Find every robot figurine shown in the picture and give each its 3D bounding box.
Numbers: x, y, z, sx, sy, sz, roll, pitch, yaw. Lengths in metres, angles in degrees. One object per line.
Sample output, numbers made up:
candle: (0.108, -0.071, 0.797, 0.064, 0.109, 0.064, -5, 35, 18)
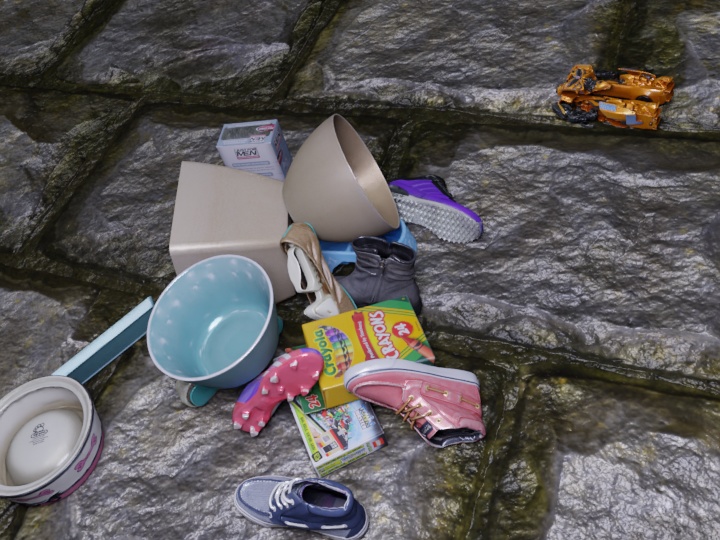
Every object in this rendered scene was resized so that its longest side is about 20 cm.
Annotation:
robot figurine: (0.438, -0.310, 1.462, 0.198, 0.059, 0.146, 17, 57, 28)

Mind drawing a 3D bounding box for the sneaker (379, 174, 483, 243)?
sneaker: (0.127, -0.117, 1.392, 0.198, 0.070, 0.100, 21, 52, 28)

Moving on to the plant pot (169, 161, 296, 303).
plant pot: (-0.196, -0.047, 1.360, 0.174, 0.201, 0.201, -4, 49, 1)

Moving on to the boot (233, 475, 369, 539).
boot: (-0.088, 0.297, 1.095, 0.197, 0.091, 0.073, 5, 52, 21)

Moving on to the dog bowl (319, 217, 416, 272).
dog bowl: (-0.007, -0.048, 1.387, 0.197, 0.050, 0.112, 2, 52, 20)

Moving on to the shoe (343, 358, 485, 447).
shoe: (0.075, 0.180, 1.116, 0.197, 0.072, 0.092, 8, 49, -18)

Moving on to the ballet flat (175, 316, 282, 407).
ballet flat: (-0.209, 0.127, 1.296, 0.200, 0.068, 0.062, -42, 39, -19)

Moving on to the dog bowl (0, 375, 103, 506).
dog bowl: (-0.481, 0.263, 1.258, 0.197, 0.074, 0.202, -9, 49, 11)

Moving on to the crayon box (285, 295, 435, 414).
crayon box: (-0.004, 0.120, 1.200, 0.198, 0.051, 0.128, -16, 47, -9)

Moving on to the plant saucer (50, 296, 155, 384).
plant saucer: (-0.409, 0.124, 1.358, 0.199, 0.070, 0.019, -40, 67, -17)

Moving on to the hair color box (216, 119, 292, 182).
hair color box: (-0.164, -0.160, 1.429, 0.098, 0.201, 0.061, -2, 50, 15)

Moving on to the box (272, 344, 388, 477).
box: (-0.047, 0.189, 1.210, 0.109, 0.035, 0.201, -25, 48, -5)

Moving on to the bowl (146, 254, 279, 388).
bowl: (-0.196, 0.089, 1.207, 0.198, 0.105, 0.203, -11, 54, 16)

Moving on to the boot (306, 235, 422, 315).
boot: (0.000, 0.000, 1.286, 0.197, 0.133, 0.070, 4, 44, 19)

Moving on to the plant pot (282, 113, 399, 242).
plant pot: (-0.045, -0.124, 1.307, 0.133, 0.200, 0.202, -28, 46, 15)

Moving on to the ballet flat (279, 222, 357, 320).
ballet flat: (-0.067, 0.025, 1.256, 0.067, 0.202, 0.072, -16, 14, 40)

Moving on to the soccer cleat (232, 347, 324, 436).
soccer cleat: (-0.120, 0.158, 1.182, 0.200, 0.066, 0.077, -47, 27, 33)
